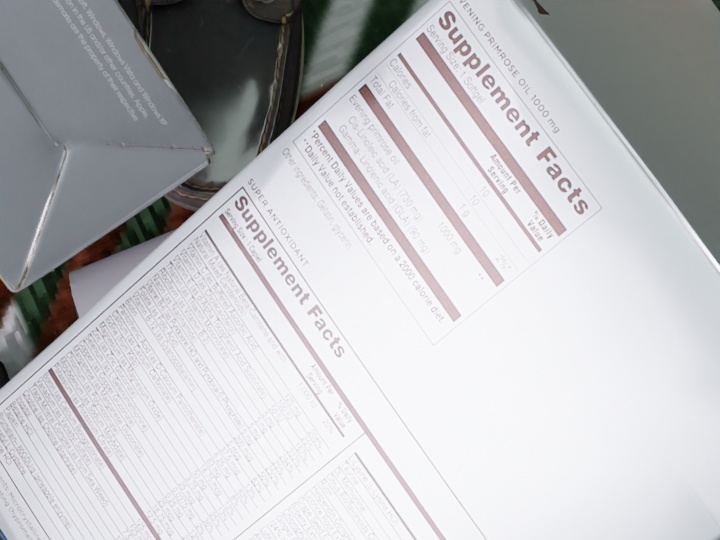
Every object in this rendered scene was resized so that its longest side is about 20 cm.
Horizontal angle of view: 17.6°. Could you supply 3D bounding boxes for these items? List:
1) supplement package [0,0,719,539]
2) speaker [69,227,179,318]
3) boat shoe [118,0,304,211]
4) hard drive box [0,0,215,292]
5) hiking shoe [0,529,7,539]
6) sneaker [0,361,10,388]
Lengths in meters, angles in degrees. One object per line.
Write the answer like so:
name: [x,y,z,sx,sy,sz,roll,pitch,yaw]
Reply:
supplement package: [0.037,0.036,0.649,0.200,0.191,0.147,-40,78,22]
speaker: [0.000,0.000,0.822,0.199,0.081,0.082,-23,85,-2]
boat shoe: [-0.055,-0.122,0.838,0.074,0.073,0.201,0,85,-1]
hard drive box: [-0.137,-0.102,0.748,0.077,0.200,0.156,-34,114,-4]
hiking shoe: [-0.047,0.093,0.773,0.199,0.087,0.075,10,57,-34]
sneaker: [-0.103,0.120,0.826,0.079,0.075,0.201,-15,82,-26]
